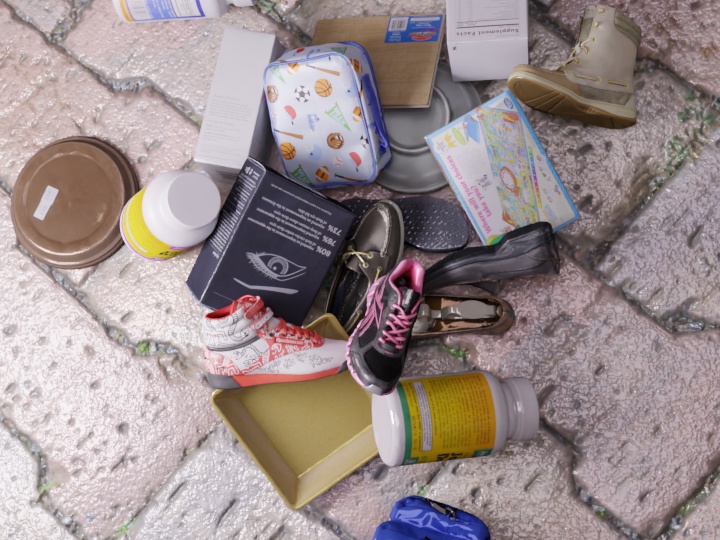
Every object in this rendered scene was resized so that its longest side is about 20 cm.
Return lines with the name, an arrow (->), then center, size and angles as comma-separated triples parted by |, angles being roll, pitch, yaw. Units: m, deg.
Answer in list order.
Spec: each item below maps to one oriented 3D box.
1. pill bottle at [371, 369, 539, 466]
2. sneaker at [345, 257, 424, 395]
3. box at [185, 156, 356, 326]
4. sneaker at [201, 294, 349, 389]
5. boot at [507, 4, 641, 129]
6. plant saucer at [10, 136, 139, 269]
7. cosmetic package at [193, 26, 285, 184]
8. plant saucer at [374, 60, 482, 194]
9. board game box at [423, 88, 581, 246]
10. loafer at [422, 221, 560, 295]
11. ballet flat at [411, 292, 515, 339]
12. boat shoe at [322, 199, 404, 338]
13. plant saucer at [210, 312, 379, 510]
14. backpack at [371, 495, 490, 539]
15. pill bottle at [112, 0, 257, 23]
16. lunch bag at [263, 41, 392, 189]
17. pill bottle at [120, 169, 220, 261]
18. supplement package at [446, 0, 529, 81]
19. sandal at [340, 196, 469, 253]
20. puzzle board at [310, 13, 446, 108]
pill bottle -> 0.123, 0.188, 1.518 | 0.199, 0.113, 0.113 | -5, 79, -14
sneaker -> 0.040, 0.064, 1.479 | 0.079, 0.095, 0.200 | 25, 47, -13
box -> -0.122, -0.027, 1.569 | 0.148, 0.104, 0.200 | 26, 95, -24
sneaker -> -0.103, 0.084, 1.493 | 0.201, 0.067, 0.108 | -8, 104, -1
boot -> 0.293, -0.288, 1.587 | 0.199, 0.072, 0.155 | 13, 78, -23
plant saucer -> -0.421, -0.102, 1.712 | 0.199, 0.029, 0.201 | -1, 81, 9
cosmetic package -> -0.163, -0.229, 1.655 | 0.081, 0.113, 0.201 | 9, 80, 10
plant saucer -> 0.075, -0.209, 1.646 | 0.199, 0.050, 0.201 | -1, 80, 9
board game box -> 0.192, -0.127, 1.595 | 0.134, 0.034, 0.200 | -29, 93, 2
loafer -> 0.168, 0.002, 1.555 | 0.199, 0.073, 0.073 | -19, 100, 16
ballet flat -> 0.108, 0.056, 1.585 | 0.199, 0.067, 0.068 | -5, 79, 8
boat shoe -> 0.003, 0.001, 1.587 | 0.072, 0.060, 0.202 | 23, 100, 28
plant saucer -> -0.066, 0.185, 1.572 | 0.200, 0.048, 0.200 | -35, 100, 1
backpack -> 0.109, 0.386, 1.478 | 0.199, 0.163, 0.168 | 20, 80, 12
pill bottle -> -0.253, -0.420, 1.701 | 0.199, 0.112, 0.113 | -3, 80, 8
lunch bag -> -0.040, -0.207, 1.601 | 0.160, 0.076, 0.201 | -4, 113, 26
pill bottle -> -0.254, -0.076, 1.586 | 0.104, 0.200, 0.105 | 4, 80, -24
supplement package -> 0.175, -0.375, 1.616 | 0.113, 0.110, 0.201 | -1, 71, 9
sandal -> 0.059, -0.066, 1.632 | 0.199, 0.043, 0.076 | 9, 74, 20
puzzle board -> 0.016, -0.292, 1.654 | 0.199, 0.017, 0.151 | 2, 66, 22
